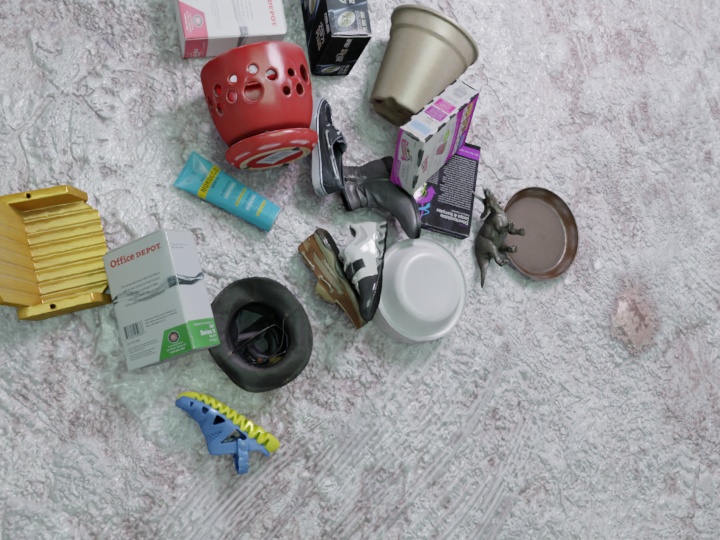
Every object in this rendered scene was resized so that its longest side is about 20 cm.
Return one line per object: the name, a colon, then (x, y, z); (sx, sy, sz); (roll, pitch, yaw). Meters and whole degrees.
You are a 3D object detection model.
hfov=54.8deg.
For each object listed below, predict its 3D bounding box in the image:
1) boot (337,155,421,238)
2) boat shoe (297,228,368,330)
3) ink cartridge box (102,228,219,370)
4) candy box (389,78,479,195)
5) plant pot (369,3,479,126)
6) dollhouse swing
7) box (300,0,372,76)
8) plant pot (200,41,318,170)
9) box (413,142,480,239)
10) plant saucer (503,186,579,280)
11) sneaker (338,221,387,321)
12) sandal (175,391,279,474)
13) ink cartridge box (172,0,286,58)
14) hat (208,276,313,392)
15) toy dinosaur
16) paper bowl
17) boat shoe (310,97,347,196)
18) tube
boot: (0.031, -0.131, 1.357); (0.129, 0.070, 0.202); (-14, 57, -18)
boat shoe: (-0.053, 0.022, 1.318); (0.073, 0.076, 0.203); (-28, 88, 10)
ink cartridge box: (-0.336, 0.048, 1.168); (0.144, 0.083, 0.205); (-17, 84, 22)
candy box: (0.142, -0.259, 1.340); (0.060, 0.138, 0.200); (33, 55, 18)
plant pot: (0.111, -0.392, 1.397); (0.197, 0.200, 0.187); (28, 84, -11)
dollhouse swing: (-0.504, -0.040, 1.116); (0.178, 0.176, 0.205); (-13, 83, -20)
box: (-0.053, -0.513, 1.365); (0.084, 0.163, 0.205); (-5, 82, -19)
plant pot: (-0.178, -0.291, 1.263); (0.196, 0.200, 0.187); (-12, 86, -20)
box: (0.171, -0.179, 1.445); (0.140, 0.036, 0.205); (14, 74, -15)
plant saucer: (0.381, -0.078, 1.498); (0.195, 0.032, 0.206); (4, 78, -17)
sneaker: (0.000, 0.000, 1.275); (0.086, 0.075, 0.204); (4, 57, 5)
sandal: (-0.237, 0.280, 1.198); (0.198, 0.079, 0.088); (35, 75, -8)
ink cartridge box: (-0.254, -0.498, 1.337); (0.195, 0.083, 0.150); (-9, 82, -19)
hat: (-0.183, 0.113, 1.244); (0.195, 0.081, 0.206); (1, 86, -13)
toy dinosaur: (0.275, -0.066, 1.434); (0.076, 0.101, 0.205); (-3, 109, -40)
paper bowl: (0.115, 0.036, 1.349); (0.196, 0.104, 0.206); (4, 78, -17)
boat shoe: (-0.057, -0.245, 1.341); (0.066, 0.072, 0.205); (-10, 68, 21)
tube: (-0.244, -0.142, 1.296); (0.197, 0.050, 0.079); (29, 65, -6)
